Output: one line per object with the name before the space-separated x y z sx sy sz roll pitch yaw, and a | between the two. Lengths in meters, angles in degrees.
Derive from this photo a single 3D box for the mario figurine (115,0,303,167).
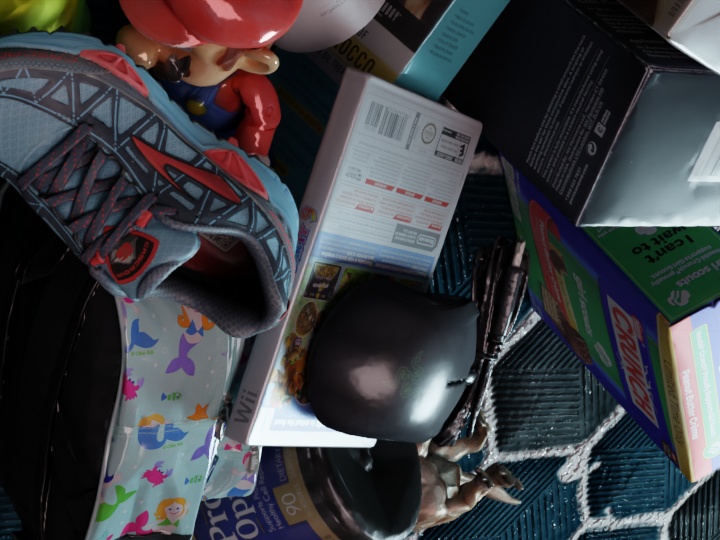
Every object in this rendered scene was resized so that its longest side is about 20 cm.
mario figurine | -0.092 -0.101 0.836 0.200 0.123 0.106 97 16 -65

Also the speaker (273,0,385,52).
speaker | -0.057 -0.200 0.829 0.081 0.081 0.200 -38 138 -2

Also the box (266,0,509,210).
box | 0.007 -0.125 0.931 0.200 0.082 0.049 -54 151 15

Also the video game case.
video game case | 0.000 0.000 0.903 0.143 0.018 0.200 12 97 -61

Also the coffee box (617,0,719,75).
coffee box | 0.151 -0.206 0.884 0.080 0.200 0.113 19 112 -47

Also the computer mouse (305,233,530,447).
computer mouse | 0.042 0.049 0.933 0.200 0.053 0.139 -1 110 -59

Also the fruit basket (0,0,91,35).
fruit basket | -0.190 -0.147 0.743 0.215 0.156 0.216 -8 116 -17

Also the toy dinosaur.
toy dinosaur | 0.035 0.166 1.213 0.136 0.086 0.200 -43 156 19

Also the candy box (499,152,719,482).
candy box | 0.183 0.015 1.094 0.077 0.200 0.169 -30 137 -11

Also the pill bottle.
pill bottle | -0.069 0.144 1.040 0.200 0.112 0.112 -23 147 31

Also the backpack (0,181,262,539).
backpack | -0.132 0.040 0.908 0.150 0.178 0.200 -12 124 -32

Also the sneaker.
sneaker | -0.103 -0.036 0.756 0.200 0.096 0.079 29 122 -30

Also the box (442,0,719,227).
box | 0.169 -0.116 0.987 0.200 0.182 0.104 -1 126 -35
